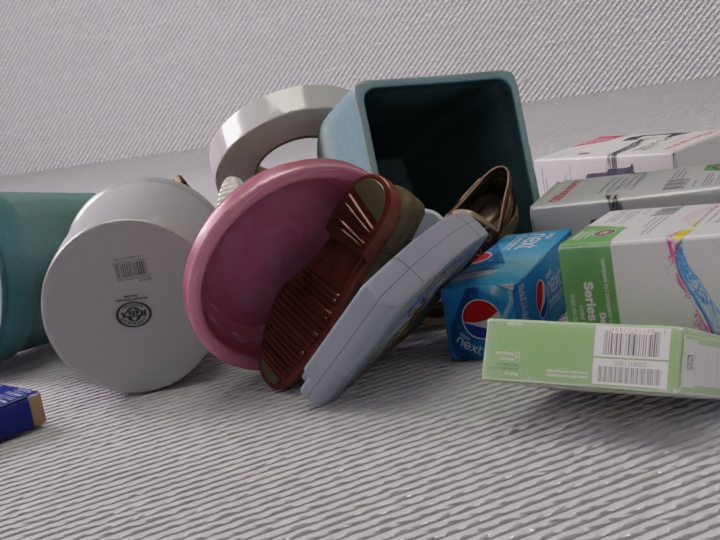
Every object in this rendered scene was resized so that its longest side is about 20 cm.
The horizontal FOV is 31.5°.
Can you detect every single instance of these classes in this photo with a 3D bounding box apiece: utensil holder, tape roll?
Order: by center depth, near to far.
[{"bbox_3d":[-0.205,0.011,1.196,0.169,0.171,0.200,-10,14,-2],"label":"utensil holder"},{"bbox_3d":[-0.073,-0.134,1.464,0.202,0.037,0.203,-13,-30,-8],"label":"tape roll"}]

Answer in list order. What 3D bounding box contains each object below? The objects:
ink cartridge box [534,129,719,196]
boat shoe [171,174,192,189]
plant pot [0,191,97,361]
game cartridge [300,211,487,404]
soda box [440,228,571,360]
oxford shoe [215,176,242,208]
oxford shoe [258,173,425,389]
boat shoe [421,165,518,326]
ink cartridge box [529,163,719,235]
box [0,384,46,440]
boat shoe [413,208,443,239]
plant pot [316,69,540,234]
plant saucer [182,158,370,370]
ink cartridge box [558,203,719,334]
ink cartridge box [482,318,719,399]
[{"bbox_3d":[0.333,-0.112,1.523,0.144,0.085,0.199,-21,16,-41],"label":"ink cartridge box"},{"bbox_3d":[-0.190,-0.024,1.390,0.067,0.072,0.201,-29,51,7],"label":"boat shoe"},{"bbox_3d":[-0.354,-0.002,1.354,0.200,0.201,0.196,0,8,41],"label":"plant pot"},{"bbox_3d":[0.034,0.022,1.034,0.133,0.042,0.200,-50,-8,33],"label":"game cartridge"},{"bbox_3d":[0.135,0.018,1.117,0.067,0.065,0.200,-5,12,24],"label":"soda box"},{"bbox_3d":[-0.104,-0.017,1.313,0.057,0.075,0.200,0,45,-30],"label":"oxford shoe"},{"bbox_3d":[-0.011,0.018,1.051,0.075,0.200,0.070,17,23,-49],"label":"oxford shoe"},{"bbox_3d":[0.097,-0.029,1.212,0.072,0.072,0.200,24,48,22],"label":"boat shoe"},{"bbox_3d":[0.282,-0.047,1.252,0.199,0.085,0.146,-5,12,24],"label":"ink cartridge box"},{"bbox_3d":[-0.376,0.138,1.048,0.199,0.033,0.121,-18,13,-40],"label":"box"},{"bbox_3d":[0.001,0.002,1.186,0.199,0.074,0.068,-38,3,21],"label":"boat shoe"},{"bbox_3d":[0.054,-0.088,1.382,0.195,0.197,0.200,-9,-6,-27],"label":"plant pot"},{"bbox_3d":[-0.061,-0.010,1.078,0.200,0.201,0.051,-15,39,-24],"label":"plant saucer"},{"bbox_3d":[0.281,-0.003,1.037,0.199,0.084,0.145,-4,12,29],"label":"ink cartridge box"},{"bbox_3d":[0.198,0.064,0.890,0.145,0.048,0.200,0,-8,39],"label":"ink cartridge box"}]
